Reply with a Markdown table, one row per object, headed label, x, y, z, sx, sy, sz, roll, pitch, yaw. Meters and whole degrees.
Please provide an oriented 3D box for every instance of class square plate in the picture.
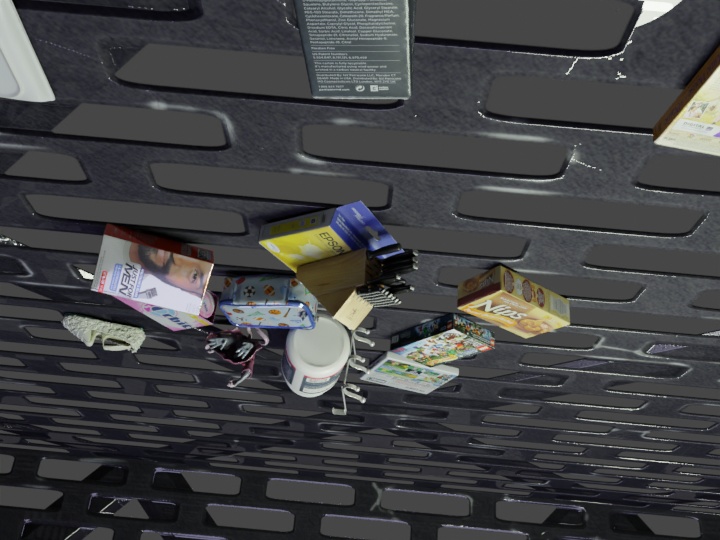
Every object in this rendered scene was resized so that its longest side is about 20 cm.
| label | x | y | z | sx | sy | sz | roll | pitch | yaw |
| --- | --- | --- | --- | --- | --- | --- | --- | --- | --- |
| square plate | -0.508 | -0.281 | 0.898 | 0.195 | 0.029 | 0.199 | 7 | 152 | -1 |

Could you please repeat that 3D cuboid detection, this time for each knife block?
| label | x | y | z | sx | sy | sz | roll | pitch | yaw |
| --- | --- | --- | --- | --- | --- | --- | --- | --- | --- |
| knife block | 0.000 | 0.000 | 1.233 | 0.064 | 0.176 | 0.200 | 36 | -176 | -46 |

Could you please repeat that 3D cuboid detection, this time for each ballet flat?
| label | x | y | z | sx | sy | sz | roll | pitch | yaw |
| --- | --- | --- | --- | --- | --- | --- | --- | --- | --- |
| ballet flat | -0.609 | 0.150 | 1.694 | 0.196 | 0.073 | 0.072 | 12 | 152 | -10 |

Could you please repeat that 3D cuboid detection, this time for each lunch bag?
| label | x | y | z | sx | sy | sz | roll | pitch | yaw |
| --- | --- | --- | --- | --- | --- | --- | --- | --- | --- |
| lunch bag | -0.179 | 0.071 | 1.459 | 0.195 | 0.077 | 0.161 | 4 | 155 | 6 |

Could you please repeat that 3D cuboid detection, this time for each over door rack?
| label | x | y | z | sx | sy | sz | roll | pitch | yaw |
| --- | --- | --- | --- | --- | --- | --- | --- | --- | --- |
| over door rack | -0.013 | 0.236 | 1.662 | 0.065 | 0.150 | 0.201 | 13 | 152 | -3 |

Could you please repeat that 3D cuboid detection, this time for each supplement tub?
| label | x | y | z | sx | sy | sz | roll | pitch | yaw |
| --- | --- | --- | --- | --- | --- | --- | --- | --- | --- |
| supplement tub | -0.103 | 0.193 | 1.598 | 0.137 | 0.143 | 0.201 | 9 | 154 | -7 |

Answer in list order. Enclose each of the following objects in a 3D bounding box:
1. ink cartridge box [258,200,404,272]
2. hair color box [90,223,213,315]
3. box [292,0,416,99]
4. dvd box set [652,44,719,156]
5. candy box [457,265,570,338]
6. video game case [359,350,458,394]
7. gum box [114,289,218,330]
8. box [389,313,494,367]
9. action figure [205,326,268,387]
| label | x | y | z | sx | sy | sz | roll | pitch | yaw |
| --- | --- | --- | --- | --- | --- | --- | --- | --- | --- |
| ink cartridge box | -0.044 | -0.037 | 1.262 | 0.197 | 0.048 | 0.198 | -8 | 149 | 28 |
| hair color box | -0.376 | 0.000 | 1.311 | 0.196 | 0.064 | 0.113 | 14 | 109 | -19 |
| box | -0.002 | -0.284 | 0.669 | 0.105 | 0.151 | 0.201 | 1 | 153 | 6 |
| dvd box set | 0.463 | -0.208 | 0.856 | 0.143 | 0.030 | 0.201 | 8 | 153 | -4 |
| candy box | 0.293 | 0.064 | 1.377 | 0.198 | 0.056 | 0.115 | 24 | 147 | -30 |
| video game case | 0.120 | 0.260 | 1.818 | 0.196 | 0.022 | 0.182 | 15 | 151 | -17 |
| gum box | -0.398 | 0.049 | 1.460 | 0.112 | 0.067 | 0.200 | -10 | 148 | 29 |
| box | 0.180 | 0.159 | 1.596 | 0.135 | 0.038 | 0.199 | 25 | 147 | -33 |
| action figure | -0.287 | 0.181 | 1.697 | 0.148 | 0.134 | 0.200 | -39 | 165 | -6 |
